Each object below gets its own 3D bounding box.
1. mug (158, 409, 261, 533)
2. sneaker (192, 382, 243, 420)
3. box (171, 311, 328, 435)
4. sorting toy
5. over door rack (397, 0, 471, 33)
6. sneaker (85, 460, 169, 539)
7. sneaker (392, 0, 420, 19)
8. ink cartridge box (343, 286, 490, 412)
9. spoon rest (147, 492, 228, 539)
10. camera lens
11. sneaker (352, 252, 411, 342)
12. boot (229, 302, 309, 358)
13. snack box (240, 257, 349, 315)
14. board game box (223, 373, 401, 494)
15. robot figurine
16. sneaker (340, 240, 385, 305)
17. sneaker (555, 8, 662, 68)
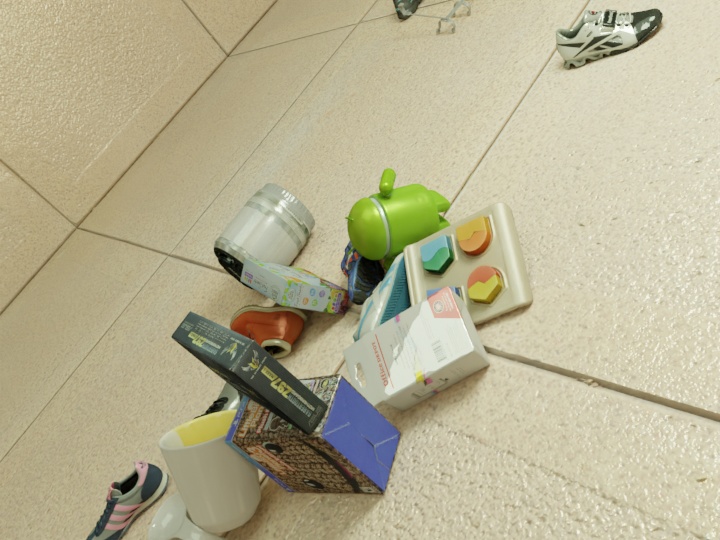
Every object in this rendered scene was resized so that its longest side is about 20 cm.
[{"bbox_3d":[-0.215,0.315,1.129,0.147,0.156,0.186,-10,8,33],"label":"mug"},{"bbox_3d":[-0.266,0.280,1.294,0.073,0.079,0.202,-17,39,37],"label":"sneaker"},{"bbox_3d":[-0.154,0.135,0.962,0.199,0.158,0.051,13,61,52],"label":"box"},{"bbox_3d":[0.162,0.001,1.134,0.198,0.036,0.188,-23,56,26],"label":"sorting toy"},{"bbox_3d":[0.223,-0.720,1.912,0.199,0.067,0.148,33,77,36],"label":"over door rack"},{"bbox_3d":[-0.452,0.434,1.314,0.200,0.082,0.070,-47,33,-6],"label":"sneaker"},{"bbox_3d":[0.164,-0.848,2.134,0.075,0.079,0.201,5,54,50],"label":"sneaker"},{"bbox_3d":[0.080,0.129,1.067,0.198,0.067,0.118,-31,54,17],"label":"ink cartridge box"},{"bbox_3d":[-0.294,0.425,1.171,0.198,0.061,0.100,0,52,47],"label":"spoon rest"},{"bbox_3d":[-0.213,-0.069,1.563,0.159,0.160,0.201,13,61,53],"label":"camera lens"},{"bbox_3d":[0.048,0.047,1.222,0.080,0.077,0.202,-13,40,46],"label":"sneaker"},{"bbox_3d":[-0.198,0.127,1.406,0.198,0.075,0.109,-12,48,38],"label":"boot"},{"bbox_3d":[-0.130,0.030,1.372,0.199,0.140,0.054,22,100,55],"label":"snack box"},{"bbox_3d":[-0.069,0.245,1.040,0.198,0.160,0.098,-14,41,39],"label":"board game box"},{"bbox_3d":[0.064,-0.088,1.282,0.197,0.178,0.116,-17,33,-18],"label":"robot figurine"},{"bbox_3d":[0.000,0.000,1.347,0.078,0.075,0.201,-39,24,29],"label":"sneaker"},{"bbox_3d":[0.463,-0.458,1.342,0.197,0.089,0.075,-16,39,34],"label":"sneaker"}]
